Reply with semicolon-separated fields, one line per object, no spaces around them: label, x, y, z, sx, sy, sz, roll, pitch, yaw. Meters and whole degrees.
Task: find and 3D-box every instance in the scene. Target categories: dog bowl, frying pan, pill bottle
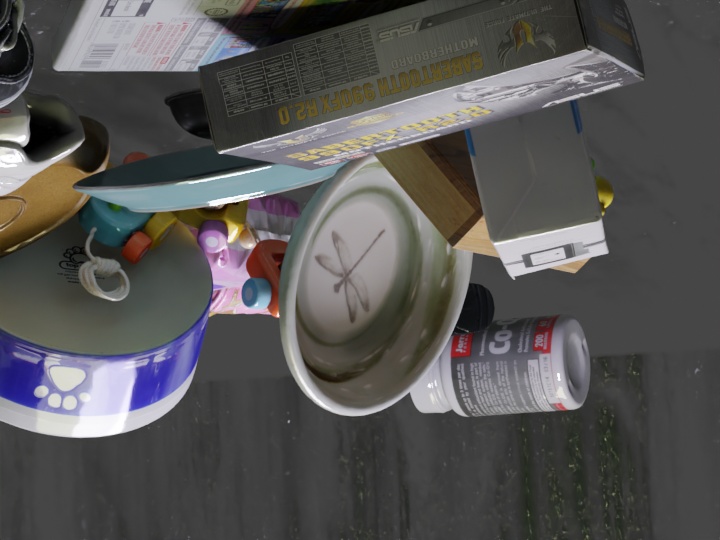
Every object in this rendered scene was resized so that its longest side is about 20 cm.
dog bowl;-0.208;0.022;1.830;0.200;0.200;0.079;0;132;-22
frying pan;-0.030;-0.098;1.622;0.190;0.031;0.115;2;174;-20
pill bottle;0.163;0.115;3.066;0.200;0.114;0.114;-5;172;23

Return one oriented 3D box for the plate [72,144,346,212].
plate;-0.084;-0.062;1.643;0.200;0.026;0.200;-11;-172;2

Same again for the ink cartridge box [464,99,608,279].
ink cartridge box;0.104;-0.064;1.546;0.068;0.116;0.200;-13;172;5

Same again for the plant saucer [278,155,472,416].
plant saucer;0.000;0.000;1.803;0.050;0.200;0.200;18;-173;38

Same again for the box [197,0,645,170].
box;0.036;-0.103;1.339;0.200;0.048;0.158;-15;175;15

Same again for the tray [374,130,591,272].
tray;0.087;-0.053;1.742;0.037;0.099;0.200;-47;157;17

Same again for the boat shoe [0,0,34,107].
boat shoe;-0.192;-0.121;1.215;0.068;0.072;0.200;-3;166;19

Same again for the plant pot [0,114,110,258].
plant pot;-0.253;-0.041;1.686;0.200;0.028;0.200;-22;165;-6

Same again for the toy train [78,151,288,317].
toy train;-0.110;-0.026;1.813;0.200;0.150;0.056;7;132;-35

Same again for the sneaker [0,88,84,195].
sneaker;-0.244;-0.086;1.497;0.099;0.078;0.200;-17;175;39

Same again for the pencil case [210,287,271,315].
pencil case;-0.067;0.004;2.201;0.200;0.083;0.086;3;170;-44

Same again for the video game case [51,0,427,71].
video game case;-0.060;-0.133;1.335;0.182;0.022;0.200;-1;172;-13

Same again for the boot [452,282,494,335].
boot;0.023;0.042;2.619;0.198;0.073;0.162;1;176;-30

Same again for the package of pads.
package of pads;-0.157;-0.021;1.999;0.200;0.076;0.120;-7;169;29

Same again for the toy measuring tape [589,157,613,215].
toy measuring tape;0.096;-0.049;1.880;0.200;0.074;0.074;0;173;-24
